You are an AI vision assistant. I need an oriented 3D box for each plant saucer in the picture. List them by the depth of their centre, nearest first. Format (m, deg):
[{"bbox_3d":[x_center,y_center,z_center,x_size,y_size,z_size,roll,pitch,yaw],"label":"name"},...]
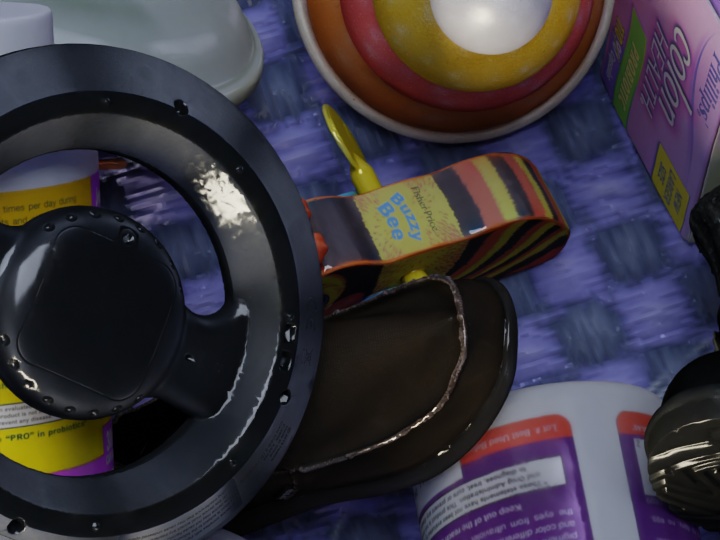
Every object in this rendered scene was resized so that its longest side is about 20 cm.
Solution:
[{"bbox_3d":[-0.133,-0.131,1.286,0.200,0.050,0.200,15,26,-7],"label":"plant saucer"}]

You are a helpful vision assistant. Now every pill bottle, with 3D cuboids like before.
[{"bbox_3d":[-0.151,-0.001,1.166,0.104,0.104,0.200,-2,101,-2],"label":"pill bottle"},{"bbox_3d":[0.089,0.155,1.186,0.111,0.111,0.200,-7,65,-5],"label":"pill bottle"}]

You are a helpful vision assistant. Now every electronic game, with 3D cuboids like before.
[{"bbox_3d":[-0.104,0.016,1.111,0.200,0.042,0.200,0,90,-29],"label":"electronic game"}]

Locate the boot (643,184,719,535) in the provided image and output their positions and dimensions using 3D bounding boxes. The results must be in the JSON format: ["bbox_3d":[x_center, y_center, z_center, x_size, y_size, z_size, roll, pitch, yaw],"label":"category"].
[{"bbox_3d":[0.167,0.027,1.209,0.079,0.211,0.158,-13,67,22],"label":"boot"}]

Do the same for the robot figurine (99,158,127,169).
[{"bbox_3d":[-0.205,-0.055,1.276,0.200,0.144,0.117,21,96,9],"label":"robot figurine"}]

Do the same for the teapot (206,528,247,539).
[{"bbox_3d":[-0.084,0.174,1.155,0.200,0.146,0.197,-26,69,-14],"label":"teapot"}]

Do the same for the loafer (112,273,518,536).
[{"bbox_3d":[-0.025,0.056,1.193,0.200,0.071,0.073,-30,54,30],"label":"loafer"}]

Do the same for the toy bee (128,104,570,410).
[{"bbox_3d":[0.000,0.000,1.259,0.131,0.109,0.200,42,71,15],"label":"toy bee"}]

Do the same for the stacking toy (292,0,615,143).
[{"bbox_3d":[0.050,-0.121,1.250,0.146,0.200,0.146,-1,96,-6],"label":"stacking toy"}]

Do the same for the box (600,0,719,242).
[{"bbox_3d":[0.218,-0.121,1.282,0.200,0.176,0.097,-21,67,-10],"label":"box"}]
